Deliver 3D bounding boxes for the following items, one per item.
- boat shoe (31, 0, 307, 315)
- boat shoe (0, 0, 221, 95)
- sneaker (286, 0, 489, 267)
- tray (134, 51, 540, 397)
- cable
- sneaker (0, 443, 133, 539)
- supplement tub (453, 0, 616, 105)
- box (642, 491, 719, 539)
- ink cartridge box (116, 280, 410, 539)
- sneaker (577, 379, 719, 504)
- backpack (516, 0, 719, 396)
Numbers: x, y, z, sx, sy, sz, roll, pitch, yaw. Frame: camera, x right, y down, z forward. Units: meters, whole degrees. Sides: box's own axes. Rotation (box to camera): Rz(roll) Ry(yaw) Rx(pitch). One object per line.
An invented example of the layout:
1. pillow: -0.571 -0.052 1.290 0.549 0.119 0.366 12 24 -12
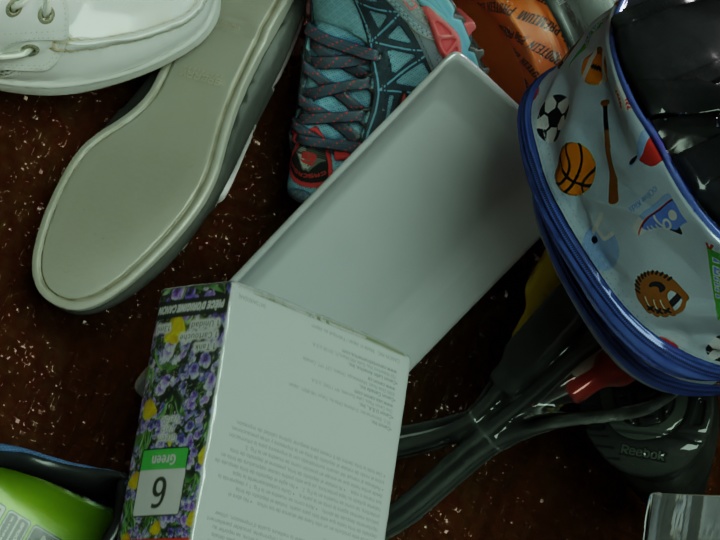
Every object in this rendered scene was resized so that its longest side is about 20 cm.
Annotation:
1. boat shoe: -0.075 -0.060 1.186 0.067 0.057 0.200 23 74 19
2. boat shoe: -0.155 -0.117 1.134 0.200 0.069 0.071 -6 71 -11
3. sneaker: 0.008 -0.066 1.178 0.096 0.079 0.200 -36 123 -16
4. tray: 0.000 0.000 1.167 0.200 0.022 0.107 -46 128 7
5. cable: 0.071 0.061 1.182 0.200 0.050 0.097 -46 70 6
6. sneaker: -0.102 0.130 1.124 0.200 0.089 0.079 27 72 -18
7. supplement tub: 0.136 -0.129 1.249 0.200 0.123 0.123 -26 91 -23
8. box: 0.176 0.193 1.186 0.200 0.050 0.158 28 66 -58
9. ink cartridge box: -0.045 0.115 1.095 0.109 0.050 0.200 24 68 -42
10. sneaker: 0.131 0.021 1.251 0.076 0.091 0.200 -4 58 13
11. backpack: 0.155 -0.039 1.103 0.190 0.154 0.200 -2 54 -48
